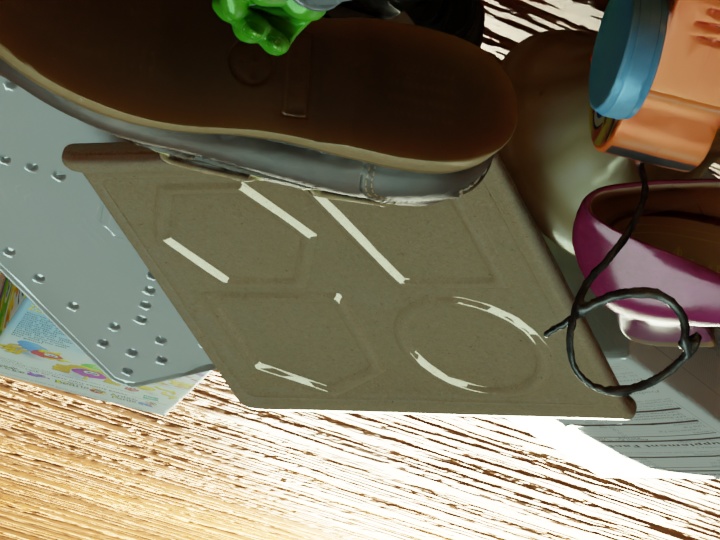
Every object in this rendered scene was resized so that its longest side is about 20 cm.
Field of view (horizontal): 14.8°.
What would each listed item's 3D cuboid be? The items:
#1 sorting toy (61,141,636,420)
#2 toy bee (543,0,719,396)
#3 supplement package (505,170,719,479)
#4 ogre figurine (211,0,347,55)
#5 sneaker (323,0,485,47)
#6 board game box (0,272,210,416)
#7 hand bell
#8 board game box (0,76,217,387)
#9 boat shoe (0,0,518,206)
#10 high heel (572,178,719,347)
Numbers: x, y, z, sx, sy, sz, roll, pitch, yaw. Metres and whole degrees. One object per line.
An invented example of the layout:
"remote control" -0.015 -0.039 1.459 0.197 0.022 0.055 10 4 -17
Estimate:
"sorting toy" 0.000 0.000 1.125 0.185 0.036 0.200 0 146 29
"toy bee" 0.102 -0.078 0.956 0.131 0.200 0.109 33 -161 -18
"supplement package" 0.125 0.021 1.297 0.109 0.114 0.200 -2 159 31
"ogre figurine" -0.026 -0.150 0.829 0.120 0.098 0.200 -5 115 28
"sneaker" 0.005 -0.116 0.986 0.098 0.071 0.200 3 161 31
"board game box" -0.115 -0.007 1.368 0.105 0.103 0.200 15 163 -12
"hand bell" 0.146 -0.085 1.030 0.104 0.104 0.200 19 148 -27
"board game box" -0.076 -0.034 1.162 0.200 0.026 0.200 -14 135 31
"boat shoe" -0.049 -0.063 0.953 0.200 0.070 0.070 19 158 -14
"high heel" 0.180 -0.008 1.021 0.200 0.067 0.096 -9 154 12
